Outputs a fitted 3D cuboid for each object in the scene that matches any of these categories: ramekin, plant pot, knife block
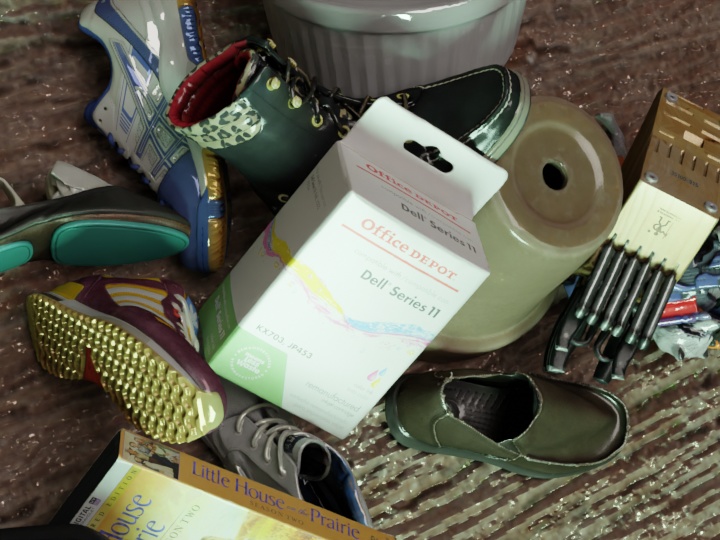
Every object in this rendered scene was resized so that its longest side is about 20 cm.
[{"bbox_3d":[0.025,-0.194,1.382,0.202,0.202,0.094,-31,137,-30],"label":"ramekin"},{"bbox_3d":[0.093,-0.047,1.386,0.200,0.175,0.201,8,74,-28],"label":"plant pot"},{"bbox_3d":[0.197,-0.014,1.431,0.064,0.176,0.200,27,37,-3],"label":"knife block"}]

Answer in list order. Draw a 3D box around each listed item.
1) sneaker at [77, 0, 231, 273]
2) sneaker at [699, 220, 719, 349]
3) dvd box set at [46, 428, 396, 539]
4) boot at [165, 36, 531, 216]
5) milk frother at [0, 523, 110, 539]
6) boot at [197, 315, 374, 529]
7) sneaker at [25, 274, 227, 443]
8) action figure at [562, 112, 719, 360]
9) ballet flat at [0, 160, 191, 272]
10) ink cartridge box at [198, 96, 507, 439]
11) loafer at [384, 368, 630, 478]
[{"bbox_3d":[-0.140,-0.093,1.342,0.088,0.075,0.200,-10,91,0],"label":"sneaker"},{"bbox_3d":[0.302,-0.030,1.563,0.078,0.075,0.200,16,75,-39],"label":"sneaker"},{"bbox_3d":[-0.098,0.187,1.249,0.200,0.146,0.029,25,35,-22],"label":"dvd box set"},{"bbox_3d":[-0.008,-0.101,1.272,0.154,0.203,0.074,37,38,-42],"label":"boot"},{"bbox_3d":[-0.211,0.224,1.103,0.188,0.200,0.181,-2,80,2],"label":"milk frother"},{"bbox_3d":[-0.054,0.113,1.313,0.074,0.096,0.200,-33,95,-30],"label":"boot"},{"bbox_3d":[-0.128,0.043,1.237,0.090,0.200,0.075,-22,121,-33],"label":"sneaker"},{"bbox_3d":[0.261,-0.026,1.502,0.105,0.200,0.194,24,68,-71],"label":"action figure"},{"bbox_3d":[-0.210,-0.034,1.275,0.200,0.068,0.068,-9,68,-22],"label":"ballet flat"},{"bbox_3d":[0.000,0.000,1.263,0.117,0.200,0.067,29,25,-24],"label":"ink cartridge box"},{"bbox_3d":[0.118,0.109,1.420,0.200,0.071,0.073,5,76,-27],"label":"loafer"}]
